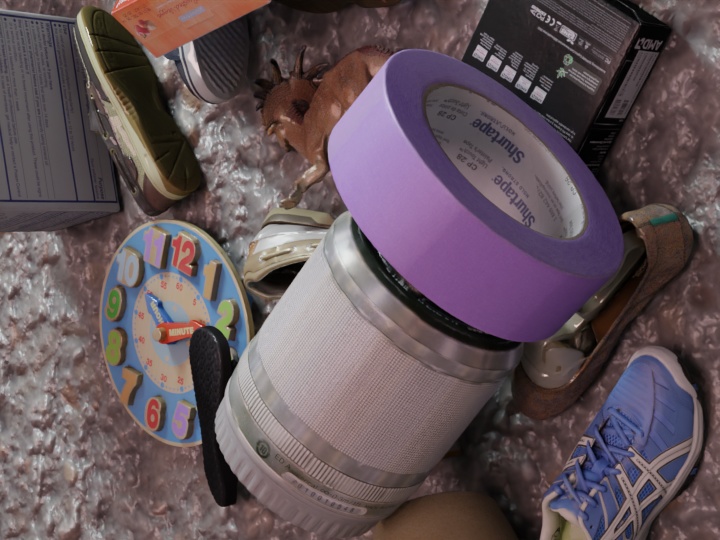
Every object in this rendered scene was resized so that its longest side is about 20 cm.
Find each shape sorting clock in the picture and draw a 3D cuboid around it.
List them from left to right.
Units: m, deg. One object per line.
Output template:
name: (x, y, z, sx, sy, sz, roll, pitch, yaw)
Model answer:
shape sorting clock: (-0.166, 0.055, 1.466, 0.199, 0.039, 0.203, 2, 93, 41)

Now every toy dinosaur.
toy dinosaur: (-0.013, -0.132, 1.301, 0.199, 0.085, 0.137, -31, 65, 31)

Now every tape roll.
tape roll: (0.077, -0.051, 1.083, 0.066, 0.199, 0.201, -48, 62, 29)

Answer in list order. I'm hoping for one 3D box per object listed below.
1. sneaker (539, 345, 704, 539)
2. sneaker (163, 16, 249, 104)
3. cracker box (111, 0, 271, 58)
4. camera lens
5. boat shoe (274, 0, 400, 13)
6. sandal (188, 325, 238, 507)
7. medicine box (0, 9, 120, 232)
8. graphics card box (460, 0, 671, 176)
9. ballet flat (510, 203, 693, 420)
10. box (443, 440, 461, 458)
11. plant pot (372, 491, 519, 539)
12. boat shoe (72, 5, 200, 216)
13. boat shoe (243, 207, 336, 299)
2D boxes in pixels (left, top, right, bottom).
sneaker: (0.176, 0.148, 1.149, 0.075, 0.077, 0.202, 28, 108, 38)
sneaker: (-0.148, -0.227, 1.415, 0.079, 0.078, 0.202, -20, 68, 34)
cracker box: (-0.106, -0.275, 1.316, 0.133, 0.058, 0.201, -18, 42, 39)
camera lens: (0.007, 0.067, 1.169, 0.160, 0.159, 0.201, 50, 118, 27)
boat shoe: (-0.025, -0.251, 1.321, 0.199, 0.072, 0.068, 9, 65, 48)
sandal: (-0.109, 0.116, 1.380, 0.201, 0.045, 0.075, 91, 159, -45)
medicine box: (-0.330, -0.132, 1.493, 0.102, 0.199, 0.184, -14, 83, 38)
graphics card box: (0.124, -0.117, 1.200, 0.125, 0.051, 0.201, 39, 117, 32)
ballet flat: (0.153, 0.030, 1.170, 0.068, 0.067, 0.201, 48, 121, 26)
box: (-0.014, 0.105, 1.338, 0.199, 0.041, 0.120, -16, 81, 43)
plant pot: (0.072, 0.269, 1.195, 0.187, 0.186, 0.202, -32, 56, 37)
boat shoe: (-0.213, -0.140, 1.477, 0.066, 0.071, 0.202, -38, 72, 29)
boat shoe: (0.000, 0.000, 1.275, 0.198, 0.075, 0.069, 3, 50, 34)
